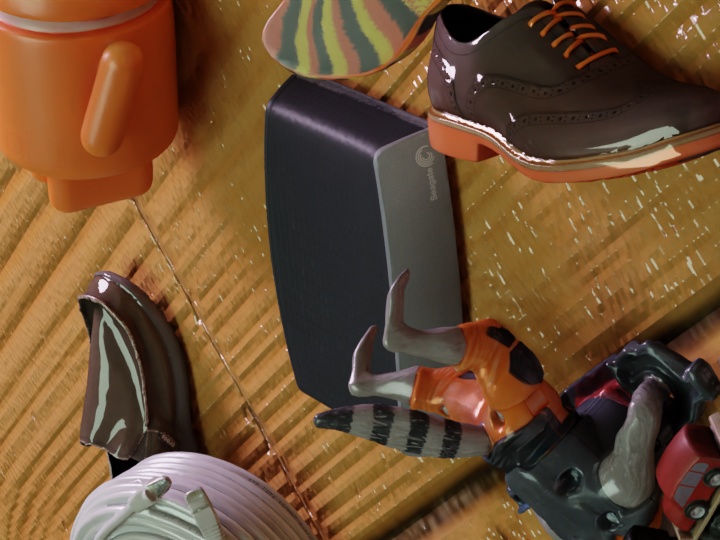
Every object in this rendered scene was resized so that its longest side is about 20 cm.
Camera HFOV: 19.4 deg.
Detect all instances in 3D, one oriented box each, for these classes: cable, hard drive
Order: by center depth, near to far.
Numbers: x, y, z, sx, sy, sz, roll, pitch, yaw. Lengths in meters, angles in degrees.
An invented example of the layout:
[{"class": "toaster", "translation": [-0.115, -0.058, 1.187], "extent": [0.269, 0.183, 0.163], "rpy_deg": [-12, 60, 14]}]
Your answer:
[{"class": "hard drive", "translation": [0.000, 0.000, 1.157], "extent": [0.135, 0.042, 0.200], "rpy_deg": [28, 132, 46]}, {"class": "cable", "translation": [-0.103, 0.213, 1.385], "extent": [0.200, 0.069, 0.200], "rpy_deg": [-23, 107, 45]}]

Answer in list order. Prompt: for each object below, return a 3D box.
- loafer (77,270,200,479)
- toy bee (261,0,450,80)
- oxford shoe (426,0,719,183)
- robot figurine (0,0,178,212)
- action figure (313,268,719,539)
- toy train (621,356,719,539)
[{"class": "loafer", "translation": [-0.157, 0.099, 1.437], "extent": [0.073, 0.071, 0.200], "rpy_deg": [7, 116, 55]}, {"class": "toy bee", "translation": [0.042, -0.157, 0.927], "extent": [0.109, 0.131, 0.200], "rpy_deg": [32, 130, 8]}, {"class": "oxford shoe", "translation": [0.090, -0.083, 0.938], "extent": [0.200, 0.071, 0.073], "rpy_deg": [13, 116, 54]}, {"class": "robot figurine", "translation": [-0.166, -0.134, 1.252], "extent": [0.116, 0.144, 0.200], "rpy_deg": [7, 124, 11]}, {"class": "action figure", "translation": [0.077, 0.093, 1.026], "extent": [0.193, 0.105, 0.200], "rpy_deg": [32, 149, 2]}, {"class": "toy train", "translation": [0.154, 0.090, 0.934], "extent": [0.034, 0.046, 0.200], "rpy_deg": [-99, 28, -53]}]
